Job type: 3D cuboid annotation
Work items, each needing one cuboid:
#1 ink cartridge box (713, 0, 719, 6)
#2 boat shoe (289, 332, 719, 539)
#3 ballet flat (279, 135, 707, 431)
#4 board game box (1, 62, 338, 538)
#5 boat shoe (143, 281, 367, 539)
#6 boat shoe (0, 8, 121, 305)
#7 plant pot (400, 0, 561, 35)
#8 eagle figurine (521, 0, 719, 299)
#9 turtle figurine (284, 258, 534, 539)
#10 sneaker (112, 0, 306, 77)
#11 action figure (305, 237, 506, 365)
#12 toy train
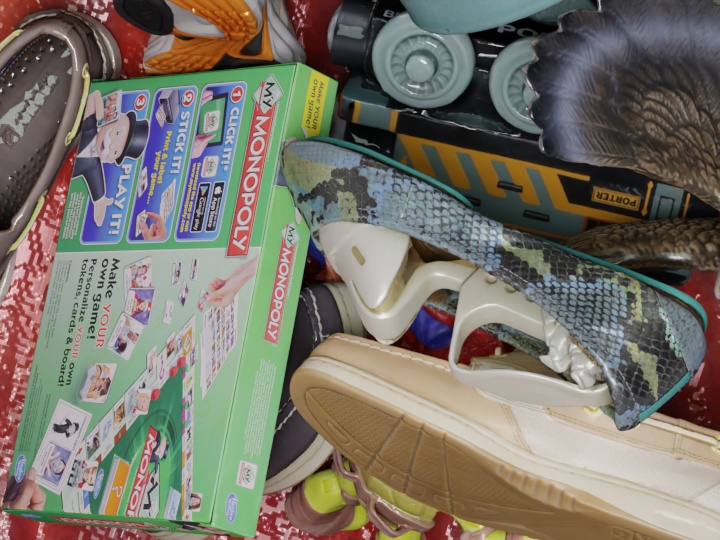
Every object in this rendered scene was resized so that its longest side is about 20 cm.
[{"bbox_3d":[0.188,-0.203,1.187,0.147,0.085,0.201,22,100,46],"label":"ink cartridge box"},{"bbox_3d":[0.071,0.067,1.139,0.200,0.074,0.069,23,62,2],"label":"boat shoe"},{"bbox_3d":[0.039,0.007,1.104,0.200,0.074,0.074,23,97,26],"label":"ballet flat"},{"bbox_3d":[-0.083,0.012,1.203,0.134,0.029,0.201,0,74,42],"label":"board game box"},{"bbox_3d":[-0.065,0.066,1.231,0.065,0.200,0.072,5,61,-32],"label":"boat shoe"},{"bbox_3d":[-0.182,-0.033,1.292,0.072,0.060,0.200,35,98,4],"label":"boat shoe"},{"bbox_3d":[0.038,-0.207,1.124,0.200,0.200,0.188,-28,112,8],"label":"plant pot"},{"bbox_3d":[0.153,-0.021,1.149,0.200,0.151,0.152,26,85,12],"label":"eagle figurine"},{"bbox_3d":[0.025,0.098,1.223,0.200,0.064,0.161,47,143,13],"label":"turtle figurine"},{"bbox_3d":[-0.058,-0.135,1.205,0.075,0.200,0.092,6,80,3],"label":"sneaker"},{"bbox_3d":[0.000,0.000,1.271,0.200,0.065,0.052,37,76,4],"label":"action figure"},{"bbox_3d":[0.079,-0.064,1.240,0.199,0.085,0.114,12,119,5],"label":"toy train"}]
